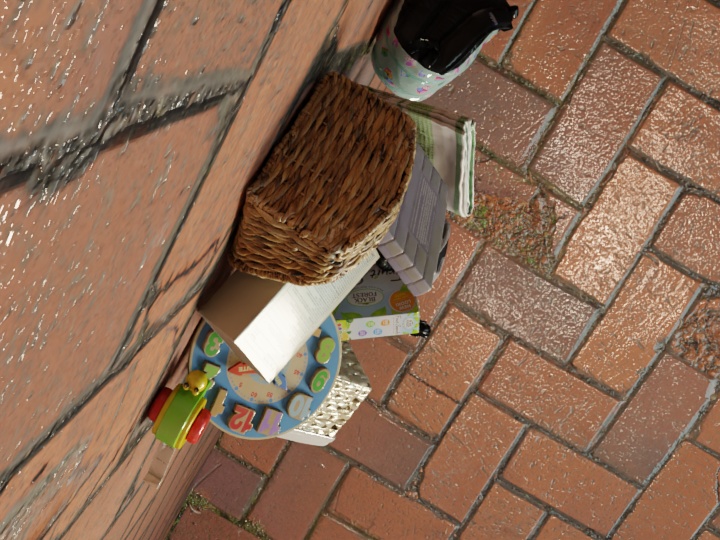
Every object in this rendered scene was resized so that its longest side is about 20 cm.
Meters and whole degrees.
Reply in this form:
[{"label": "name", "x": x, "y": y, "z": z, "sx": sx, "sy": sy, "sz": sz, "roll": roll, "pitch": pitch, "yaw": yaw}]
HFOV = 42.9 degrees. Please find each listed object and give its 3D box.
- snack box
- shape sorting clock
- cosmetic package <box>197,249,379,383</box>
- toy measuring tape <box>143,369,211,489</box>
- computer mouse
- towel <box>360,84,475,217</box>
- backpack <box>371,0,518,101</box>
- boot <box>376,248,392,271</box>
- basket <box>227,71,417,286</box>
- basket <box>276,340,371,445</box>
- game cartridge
[{"label": "snack box", "x": 0.000, "y": 0.000, "z": 1.271, "sx": 0.053, "sy": 0.139, "sz": 0.202, "roll": 85, "pitch": -2, "yaw": -49}, {"label": "shape sorting clock", "x": -0.113, "y": 0.111, "z": 1.118, "sx": 0.202, "sy": 0.198, "sz": 0.039, "roll": -60, "pitch": -151, "yaw": 4}, {"label": "cosmetic package", "x": -0.077, "y": 0.015, "z": 1.042, "sx": 0.200, "sy": 0.073, "sz": 0.104, "roll": -47, "pitch": 143, "yaw": -14}, {"label": "toy measuring tape", "x": -0.226, "y": 0.198, "z": 1.077, "sx": 0.202, "sy": 0.073, "sz": 0.074, "roll": -61, "pitch": 180, "yaw": 28}, {"label": "computer mouse", "x": 0.081, "y": 0.006, "z": 1.319, "sx": 0.202, "sy": 0.108, "sz": 0.044, "roll": -63, "pitch": 148, "yaw": -30}, {"label": "towel", "x": 0.060, "y": -0.158, "z": 1.215, "sx": 0.031, "sy": 0.198, "sz": 0.151, "roll": -44, "pitch": 144, "yaw": -38}, {"label": "backpack", "x": 0.106, "y": -0.333, "z": 1.283, "sx": 0.201, "sy": 0.166, "sz": 0.127, "roll": -54, "pitch": -177, "yaw": -28}, {"label": "boot", "x": 0.018, "y": -0.113, "z": 1.184, "sx": 0.079, "sy": 0.158, "sz": 0.213, "roll": -28, "pitch": 150, "yaw": -16}, {"label": "basket", "x": -0.031, "y": -0.077, "z": 0.976, "sx": 0.202, "sy": 0.141, "sz": 0.149, "roll": -61, "pitch": 180, "yaw": -31}, {"label": "basket", "x": -0.098, "y": 0.141, "z": 1.268, "sx": 0.124, "sy": 0.199, "sz": 0.136, "roll": -47, "pitch": -133, "yaw": 18}, {"label": "game cartridge", "x": 0.055, "y": -0.078, "z": 1.098, "sx": 0.038, "sy": 0.130, "sz": 0.202, "roll": -18, "pitch": -146, "yaw": 26}]
